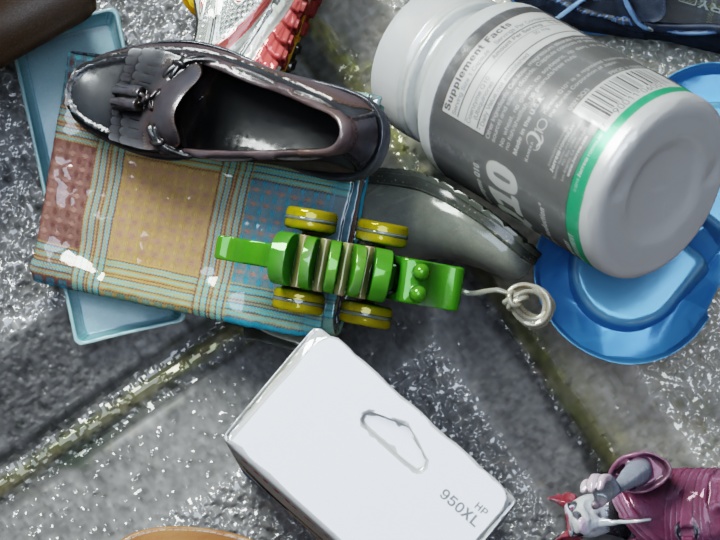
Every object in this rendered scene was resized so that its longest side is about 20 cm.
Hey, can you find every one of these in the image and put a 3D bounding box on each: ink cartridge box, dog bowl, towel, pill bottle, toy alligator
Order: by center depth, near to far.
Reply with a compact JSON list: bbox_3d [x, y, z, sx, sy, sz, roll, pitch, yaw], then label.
[{"bbox_3d":[0.005,0.119,1.418,0.144,0.200,0.084,40,83,7],"label":"ink cartridge box"},{"bbox_3d":[0.015,0.003,1.424,0.199,0.054,0.060,11,91,0],"label":"toy alligator"},{"bbox_3d":[0.105,-0.086,1.457,0.200,0.113,0.113,34,81,39],"label":"pill bottle"},{"bbox_3d":[-0.093,-0.046,1.487,0.199,0.022,0.148,10,91,16],"label":"towel"},{"bbox_3d":[0.187,-0.031,1.517,0.111,0.050,0.200,38,84,6],"label":"dog bowl"}]

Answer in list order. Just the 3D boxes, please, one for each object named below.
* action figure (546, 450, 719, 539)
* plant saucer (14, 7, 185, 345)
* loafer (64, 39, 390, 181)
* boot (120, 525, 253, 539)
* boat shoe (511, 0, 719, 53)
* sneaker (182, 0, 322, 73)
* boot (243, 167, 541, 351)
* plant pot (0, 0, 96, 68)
[{"bbox_3d":[0.203,0.134,1.464,0.199,0.135,0.149,3,37,27],"label":"action figure"},{"bbox_3d":[-0.161,-0.057,1.540,0.069,0.019,0.201,-13,80,-2],"label":"plant saucer"},{"bbox_3d":[-0.083,-0.094,1.443,0.199,0.063,0.072,11,92,17],"label":"loafer"},{"bbox_3d":[-0.058,0.196,1.428,0.199,0.155,0.077,27,82,5],"label":"boot"},{"bbox_3d":[0.183,-0.181,1.530,0.199,0.069,0.085,7,81,1],"label":"boat shoe"},{"bbox_3d":[-0.065,-0.176,1.528,0.082,0.078,0.201,23,82,5],"label":"sneaker"},{"bbox_3d":[0.000,0.000,1.501,0.199,0.068,0.131,24,85,22],"label":"boot"},{"bbox_3d":[-0.273,-0.178,1.479,0.197,0.200,0.201,-25,81,-11],"label":"plant pot"}]
